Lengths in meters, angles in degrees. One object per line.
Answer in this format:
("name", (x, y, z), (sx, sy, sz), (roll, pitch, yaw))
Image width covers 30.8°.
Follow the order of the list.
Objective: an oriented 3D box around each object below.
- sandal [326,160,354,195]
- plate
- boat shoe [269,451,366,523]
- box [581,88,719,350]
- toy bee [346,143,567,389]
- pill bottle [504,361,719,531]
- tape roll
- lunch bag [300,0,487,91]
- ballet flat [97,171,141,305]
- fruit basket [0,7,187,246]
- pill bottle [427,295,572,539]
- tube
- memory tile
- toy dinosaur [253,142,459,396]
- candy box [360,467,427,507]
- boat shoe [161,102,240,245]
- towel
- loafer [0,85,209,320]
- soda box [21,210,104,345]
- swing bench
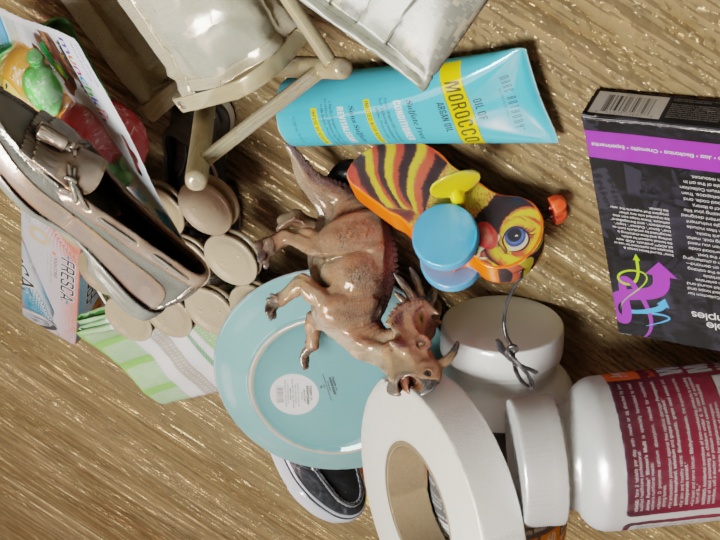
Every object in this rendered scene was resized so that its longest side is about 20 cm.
("sandal", (-0.003, -0.005, 1.067), (0.075, 0.048, 0.202), (22, 129, 11))
("plate", (-0.024, 0.090, 1.073), (0.198, 0.026, 0.202), (1, 121, 2))
("boat shoe", (-0.040, 0.139, 1.153), (0.067, 0.072, 0.201), (-11, 111, 46))
("box", (0.230, -0.025, 0.864), (0.142, 0.036, 0.201), (11, 137, 30))
("toy bee", (0.089, -0.028, 0.935), (0.200, 0.109, 0.131), (50, 174, -2))
("pill bottle", (0.207, 0.125, 0.921), (0.198, 0.110, 0.110), (-5, 138, -1))
("tape roll", (0.058, 0.175, 0.980), (0.203, 0.037, 0.204), (-134, 37, -51))
("lunch bag", (0.005, -0.226, 0.694), (0.199, 0.118, 0.164), (36, 111, -2))
("ballet flat", (-0.215, -0.012, 1.189), (0.070, 0.071, 0.201), (23, 145, 14))
("fruit basket", (-0.212, -0.102, 0.959), (0.200, 0.093, 0.186), (34, 154, 52))
("pill bottle", (0.109, 0.130, 1.031), (0.116, 0.116, 0.202), (13, 119, 26))
("tube", (0.035, -0.116, 0.908), (0.198, 0.051, 0.078), (0, 140, 31))
("memory tile", (-0.162, -0.007, 1.093), (0.199, 0.017, 0.154), (-4, 124, 35))
("toy dinosaur", (0.000, 0.000, 0.979), (0.134, 0.202, 0.086), (-12, 173, 14))
("candy box", (0.041, 0.151, 1.195), (0.115, 0.055, 0.200), (43, 143, -13))
("boat shoe", (-0.139, -0.066, 1.085), (0.066, 0.057, 0.201), (23, 143, 14))
("towel", (-0.148, 0.070, 1.211), (0.199, 0.031, 0.149), (-16, 134, 28))
("loafer", (-0.179, -0.052, 0.883), (0.063, 0.072, 0.200), (-24, 123, 25))
("soda box", (-0.280, -0.015, 1.249), (0.068, 0.064, 0.201), (29, 143, 7))
("swing bench", (-0.133, -0.190, 0.859), (0.199, 0.129, 0.200), (55, 177, -28))
